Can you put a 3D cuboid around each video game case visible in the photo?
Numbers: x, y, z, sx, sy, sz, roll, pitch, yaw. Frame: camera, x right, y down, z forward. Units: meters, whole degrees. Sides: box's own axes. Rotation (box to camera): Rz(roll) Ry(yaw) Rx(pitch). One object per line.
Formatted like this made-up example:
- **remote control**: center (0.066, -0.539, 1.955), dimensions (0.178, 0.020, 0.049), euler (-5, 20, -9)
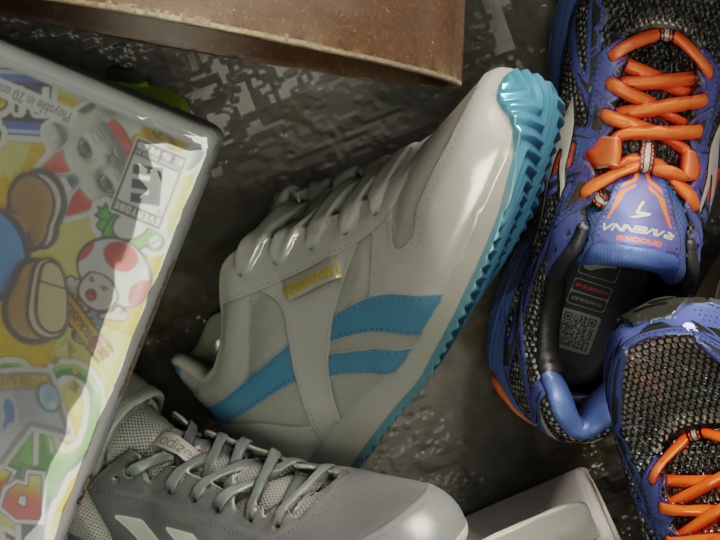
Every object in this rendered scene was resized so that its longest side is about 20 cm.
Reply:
- **video game case**: center (-0.169, 0.000, 0.831), dimensions (0.199, 0.023, 0.183), euler (23, 98, 3)

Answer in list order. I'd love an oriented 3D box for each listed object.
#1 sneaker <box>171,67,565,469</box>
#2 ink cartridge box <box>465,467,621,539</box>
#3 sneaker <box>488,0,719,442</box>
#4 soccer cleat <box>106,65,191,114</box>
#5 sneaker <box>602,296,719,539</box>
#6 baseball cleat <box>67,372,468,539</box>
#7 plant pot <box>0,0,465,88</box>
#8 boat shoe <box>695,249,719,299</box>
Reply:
- **sneaker**: center (0.000, 0.000, 0.849), dimensions (0.081, 0.077, 0.200), euler (36, 131, 1)
- **ink cartridge box**: center (0.063, 0.179, 0.918), dimensions (0.128, 0.125, 0.201), euler (-23, 107, 3)
- **sneaker**: center (0.097, -0.029, 0.871), dimensions (0.075, 0.078, 0.201), euler (8, 107, -7)
- **soccer cleat**: center (-0.147, -0.012, 0.876), dimensions (0.199, 0.065, 0.084), euler (-18, 111, 5)
- **sneaker**: center (0.130, 0.101, 0.822), dimensions (0.075, 0.078, 0.201), euler (-17, 105, 20)
- **baseball cleat**: center (-0.054, 0.079, 0.860), dimensions (0.199, 0.070, 0.107), euler (-16, 107, 44)
- **plant pot**: center (-0.043, -0.172, 0.785), dimensions (0.186, 0.187, 0.201), euler (9, 92, -7)
- **boat shoe**: center (0.169, -0.026, 0.893), dimensions (0.072, 0.065, 0.201), euler (21, 104, -9)
